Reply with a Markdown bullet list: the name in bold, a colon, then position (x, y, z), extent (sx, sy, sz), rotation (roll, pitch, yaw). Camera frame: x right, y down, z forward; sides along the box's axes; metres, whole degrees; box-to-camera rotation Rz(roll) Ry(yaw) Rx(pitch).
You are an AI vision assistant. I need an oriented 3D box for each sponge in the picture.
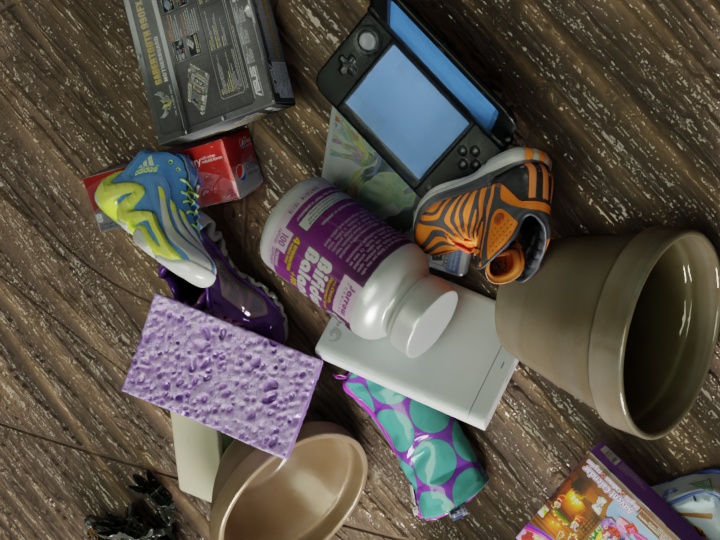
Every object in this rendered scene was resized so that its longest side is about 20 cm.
- **sponge**: position (-0.148, 0.112, 1.553), extent (0.198, 0.030, 0.113), rotation (21, 89, 10)

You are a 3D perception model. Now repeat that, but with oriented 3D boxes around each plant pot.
- **plant pot**: position (-0.096, 0.237, 1.648), extent (0.093, 0.199, 0.203), rotation (45, 124, 39)
- **plant pot**: position (0.232, 0.046, 1.423), extent (0.172, 0.199, 0.203), rotation (13, 113, 38)

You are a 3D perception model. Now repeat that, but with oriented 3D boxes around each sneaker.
- **sneaker**: position (-0.200, -0.068, 1.541), extent (0.199, 0.076, 0.105), rotation (37, 89, 34)
- **sneaker**: position (0.115, -0.033, 1.431), extent (0.200, 0.077, 0.113), rotation (-37, 45, 52)
- **sneaker**: position (-0.160, 0.032, 1.624), extent (0.080, 0.089, 0.201), rotation (-23, 119, 31)

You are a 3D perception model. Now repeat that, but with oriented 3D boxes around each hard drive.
- **hard drive**: position (0.068, 0.070, 1.538), extent (0.198, 0.133, 0.027), rotation (22, 157, 18)

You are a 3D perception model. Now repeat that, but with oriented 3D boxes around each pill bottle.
- **pill bottle**: position (0.000, 0.000, 1.504), extent (0.199, 0.112, 0.113), rotation (36, 119, 23)

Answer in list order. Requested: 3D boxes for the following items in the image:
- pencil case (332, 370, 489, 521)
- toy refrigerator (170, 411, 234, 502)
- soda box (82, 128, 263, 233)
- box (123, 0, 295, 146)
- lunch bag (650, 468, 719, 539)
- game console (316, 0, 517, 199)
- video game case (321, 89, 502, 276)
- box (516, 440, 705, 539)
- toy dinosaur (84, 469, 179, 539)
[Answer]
- **pencil case**: position (0.058, 0.175, 1.592), extent (0.092, 0.085, 0.201), rotation (-31, 91, -9)
- **toy refrigerator**: position (-0.168, 0.172, 1.668), extent (0.069, 0.076, 0.202), rotation (18, 134, 20)
- **soda box**: position (-0.211, -0.101, 1.642), extent (0.198, 0.063, 0.071), rotation (-12, 101, 27)
- **box**: position (-0.166, -0.250, 1.558), extent (0.157, 0.048, 0.203), rotation (-16, 87, 29)
- **lunch bag**: position (0.356, 0.313, 1.505), extent (0.159, 0.075, 0.202), rotation (-25, 95, 27)
- **game console**: position (0.049, -0.170, 1.441), extent (0.200, 0.116, 0.176), rotation (47, 119, 5)
- **video game case**: position (0.046, -0.113, 1.539), extent (0.180, 0.022, 0.202), rotation (18, 114, 20)
- **box**: position (0.271, 0.292, 1.476), extent (0.200, 0.039, 0.137), rotation (44, 120, 16)
- **toy dinosaur**: position (-0.259, 0.331, 1.808), extent (0.197, 0.103, 0.137), rotation (-1, 130, 11)
